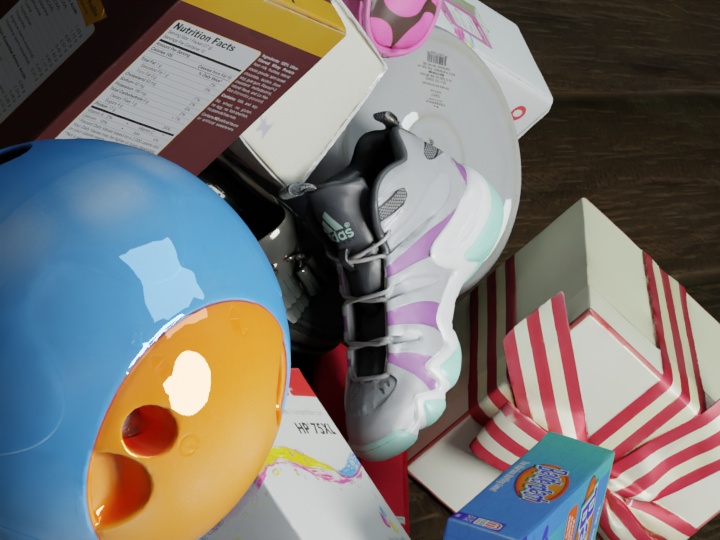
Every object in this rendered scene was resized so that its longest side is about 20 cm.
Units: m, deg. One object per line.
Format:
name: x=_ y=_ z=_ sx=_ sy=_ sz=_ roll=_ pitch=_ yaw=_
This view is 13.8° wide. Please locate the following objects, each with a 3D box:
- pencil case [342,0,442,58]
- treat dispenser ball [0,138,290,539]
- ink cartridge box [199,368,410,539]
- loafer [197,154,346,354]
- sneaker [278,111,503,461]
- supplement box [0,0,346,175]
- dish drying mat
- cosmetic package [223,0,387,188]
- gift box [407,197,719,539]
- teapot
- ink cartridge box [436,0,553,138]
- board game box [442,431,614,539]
pencil case: x=-0.031 y=-0.204 z=1.818 sx=0.200 sy=0.094 sz=0.091 roll=31 pitch=0 yaw=37
treat dispenser ball: x=-0.131 y=0.041 z=1.355 sx=0.201 sy=0.201 sz=0.201 roll=41 pitch=22 yaw=-20
ink cartridge box: x=-0.052 y=0.117 z=1.570 sx=0.200 sy=0.067 sz=0.116 roll=56 pitch=22 yaw=18
loafer: x=-0.074 y=-0.023 z=1.755 sx=0.200 sy=0.063 sz=0.072 roll=39 pitch=50 yaw=-18
sneaker: x=0.000 y=0.000 z=1.735 sx=0.140 sy=0.078 sz=0.201 roll=39 pitch=53 yaw=-33
supplement box: x=-0.152 y=-0.154 z=1.653 sx=0.133 sy=0.200 sz=0.198 roll=18 pitch=37 yaw=-54
dish drying mat: x=0.002 y=0.111 z=1.757 sx=0.077 sy=0.018 sz=0.200 roll=40 pitch=23 yaw=-20
cosmetic package: x=-0.096 y=-0.142 z=1.761 sx=0.200 sy=0.104 sz=0.087 roll=33 pitch=-9 yaw=34
gift box: x=0.143 y=0.078 z=1.855 sx=0.184 sy=0.200 sz=0.187 roll=37 pitch=25 yaw=-16
teapot: x=-0.007 y=-0.064 z=1.880 sx=0.197 sy=0.146 sz=0.201 roll=-48 pitch=119 yaw=-37
ink cartridge box: x=0.013 y=-0.131 z=2.018 sx=0.200 sy=0.144 sz=0.085 roll=28 pitch=29 yaw=-44
board game box: x=0.079 y=0.185 z=1.604 sx=0.045 sy=0.153 sz=0.200 roll=15 pitch=15 yaw=15
